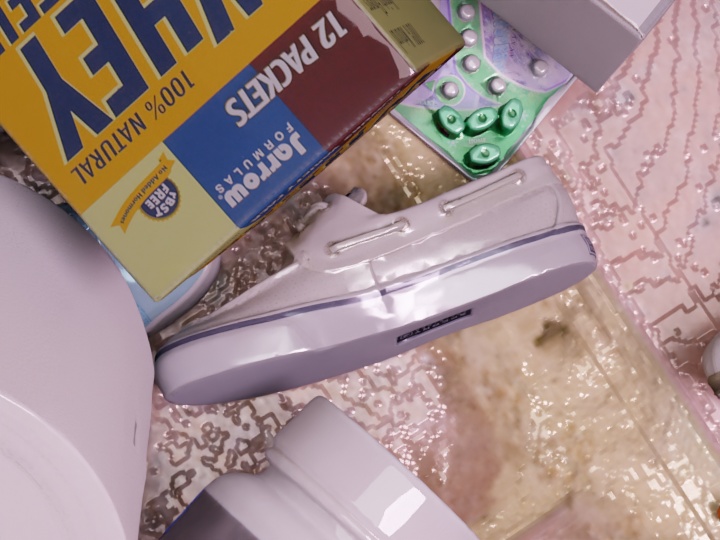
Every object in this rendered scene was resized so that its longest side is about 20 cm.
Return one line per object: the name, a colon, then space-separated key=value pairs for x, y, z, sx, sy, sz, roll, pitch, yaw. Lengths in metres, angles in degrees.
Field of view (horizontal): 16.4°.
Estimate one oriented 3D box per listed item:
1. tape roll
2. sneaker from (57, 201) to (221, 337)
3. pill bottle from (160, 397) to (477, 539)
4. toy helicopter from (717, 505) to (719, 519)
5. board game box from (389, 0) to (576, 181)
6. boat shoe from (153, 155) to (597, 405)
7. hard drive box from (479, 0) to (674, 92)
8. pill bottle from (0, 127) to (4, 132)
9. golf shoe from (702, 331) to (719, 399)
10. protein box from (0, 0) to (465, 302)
tape roll: x=-0.187 y=0.073 z=0.985 sx=0.202 sy=0.139 sz=0.203 roll=0 pitch=124 yaw=0
sneaker: x=-0.157 y=0.009 z=1.067 sx=0.200 sy=0.082 sz=0.074 roll=-14 pitch=87 yaw=-4
pill bottle: x=-0.049 y=0.157 z=1.036 sx=0.114 sy=0.114 sz=0.200 roll=42 pitch=84 yaw=1
toy helicopter: x=0.214 y=0.175 z=1.081 sx=0.200 sy=0.079 sz=0.132 roll=16 pitch=63 yaw=-16
board game box: x=0.043 y=-0.177 z=1.122 sx=0.200 sy=0.026 sz=0.200 roll=40 pitch=84 yaw=1
boat shoe: x=0.000 y=0.000 z=1.086 sx=0.200 sy=0.071 sz=0.070 roll=-19 pitch=75 yaw=-6
hard drive box: x=0.108 y=-0.206 z=1.069 sx=0.156 sy=0.077 sz=0.200 roll=40 pitch=73 yaw=1
pill bottle: x=-0.257 y=-0.062 z=1.053 sx=0.200 sy=0.114 sz=0.114 roll=-26 pitch=87 yaw=-5
golf shoe: x=0.226 y=-0.010 z=1.098 sx=0.200 sy=0.073 sz=0.092 roll=-29 pitch=81 yaw=-15
protein box: x=-0.080 y=-0.118 z=1.006 sx=0.135 sy=0.199 sz=0.200 roll=-41 pitch=91 yaw=11
